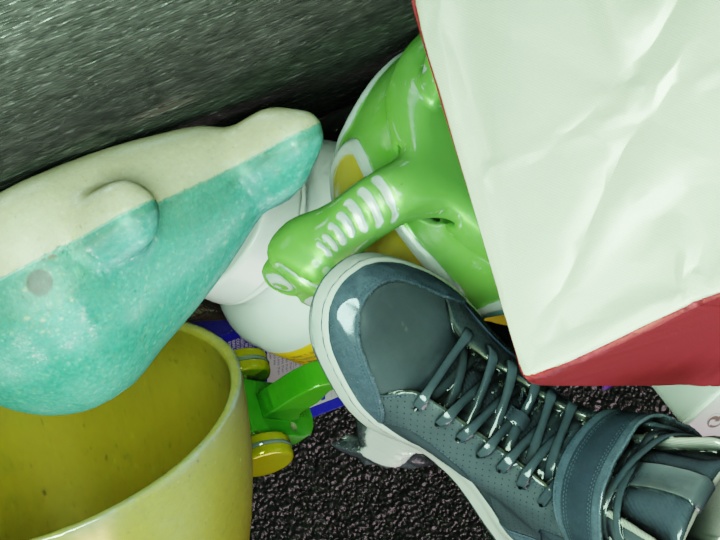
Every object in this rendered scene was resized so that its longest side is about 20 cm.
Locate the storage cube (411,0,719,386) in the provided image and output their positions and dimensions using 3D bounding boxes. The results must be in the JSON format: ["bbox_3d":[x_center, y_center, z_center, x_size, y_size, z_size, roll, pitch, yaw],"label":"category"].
[{"bbox_3d":[0.152,-0.061,1.230,0.171,0.200,0.180,-22,167,29],"label":"storage cube"}]

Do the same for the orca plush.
[{"bbox_3d":[0.052,0.053,1.458,0.071,0.105,0.200,-61,175,-20],"label":"orca plush"}]

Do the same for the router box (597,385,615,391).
[{"bbox_3d":[0.141,-0.049,1.513,0.149,0.200,0.051,-23,146,-14],"label":"router box"}]

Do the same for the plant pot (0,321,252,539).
[{"bbox_3d":[-0.131,0.133,1.394,0.200,0.142,0.200,-14,-153,7],"label":"plant pot"}]

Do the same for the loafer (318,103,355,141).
[{"bbox_3d":[-0.024,-0.052,1.609,0.200,0.073,0.071,-15,-170,-19],"label":"loafer"}]

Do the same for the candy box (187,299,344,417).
[{"bbox_3d":[-0.087,0.025,1.632,0.169,0.077,0.200,21,-153,38],"label":"candy box"}]

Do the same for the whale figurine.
[{"bbox_3d":[-0.102,-0.004,1.353,0.200,0.104,0.159,-25,178,-11],"label":"whale figurine"}]

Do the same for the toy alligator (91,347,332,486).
[{"bbox_3d":[-0.092,0.093,1.497,0.200,0.059,0.054,-25,155,14],"label":"toy alligator"}]

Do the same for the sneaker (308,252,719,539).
[{"bbox_3d":[0.080,0.066,1.273,0.146,0.202,0.077,8,-120,55],"label":"sneaker"}]

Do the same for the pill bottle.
[{"bbox_3d":[0.000,0.000,1.520,0.200,0.113,0.112,22,147,-38],"label":"pill bottle"}]

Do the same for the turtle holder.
[{"bbox_3d":[0.049,-0.030,1.376,0.132,0.141,0.186,-40,-163,44],"label":"turtle holder"}]

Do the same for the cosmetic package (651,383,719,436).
[{"bbox_3d":[0.217,-0.007,1.375,0.200,0.108,0.085,-42,131,8],"label":"cosmetic package"}]
